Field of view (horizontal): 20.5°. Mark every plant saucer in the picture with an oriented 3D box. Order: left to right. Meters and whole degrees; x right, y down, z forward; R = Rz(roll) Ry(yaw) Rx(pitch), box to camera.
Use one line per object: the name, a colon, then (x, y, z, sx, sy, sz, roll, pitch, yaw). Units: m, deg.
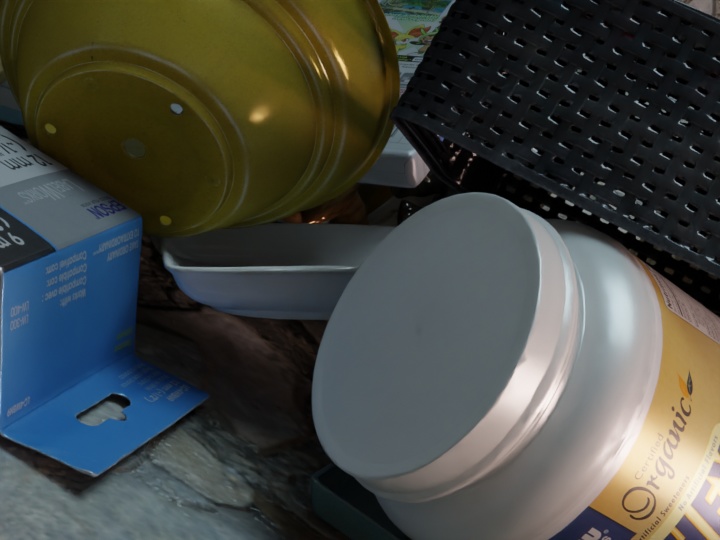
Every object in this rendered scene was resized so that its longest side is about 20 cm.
plant saucer: (0.036, 0.097, 0.909, 0.070, 0.019, 0.200, 33, 16, 12)

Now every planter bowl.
planter bowl: (-0.089, -0.076, 0.893, 0.200, 0.201, 0.084, 28, 46, -5)

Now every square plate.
square plate: (0.000, 0.000, 0.943, 0.198, 0.029, 0.200, 1, 6, -10)

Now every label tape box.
label tape box: (-0.155, -0.007, 0.815, 0.200, 0.066, 0.143, 30, 16, 8)

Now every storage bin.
storage bin: (0.127, -0.048, 0.834, 0.200, 0.094, 0.135, 28, -4, 17)

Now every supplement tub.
supplement tub: (0.092, 0.067, 0.815, 0.200, 0.145, 0.144, 32, 13, -34)

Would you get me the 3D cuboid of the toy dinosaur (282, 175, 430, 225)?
toy dinosaur: (-0.023, -0.051, 1.057, 0.106, 0.061, 0.200, 1, -11, -2)

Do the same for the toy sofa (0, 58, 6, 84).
toy sofa: (-0.167, -0.157, 0.984, 0.098, 0.200, 0.083, 54, -6, 44)

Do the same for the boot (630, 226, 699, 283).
boot: (0.220, 0.035, 1.006, 0.166, 0.200, 0.072, 41, 52, -10)

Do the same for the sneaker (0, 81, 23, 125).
sneaker: (-0.233, -0.170, 1.037, 0.200, 0.131, 0.080, 22, 12, -24)

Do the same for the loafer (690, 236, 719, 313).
loafer: (0.178, 0.067, 0.936, 0.070, 0.201, 0.070, 7, 18, 28)

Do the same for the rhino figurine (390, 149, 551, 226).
rhino figurine: (0.061, -0.039, 1.079, 0.087, 0.200, 0.060, -2, 62, -10)

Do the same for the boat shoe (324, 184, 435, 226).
boat shoe: (0.040, -0.079, 1.134, 0.070, 0.200, 0.071, 9, 50, -35)

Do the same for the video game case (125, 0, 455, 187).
video game case: (-0.029, -0.104, 1.040, 0.199, 0.022, 0.182, 6, 35, 24)
